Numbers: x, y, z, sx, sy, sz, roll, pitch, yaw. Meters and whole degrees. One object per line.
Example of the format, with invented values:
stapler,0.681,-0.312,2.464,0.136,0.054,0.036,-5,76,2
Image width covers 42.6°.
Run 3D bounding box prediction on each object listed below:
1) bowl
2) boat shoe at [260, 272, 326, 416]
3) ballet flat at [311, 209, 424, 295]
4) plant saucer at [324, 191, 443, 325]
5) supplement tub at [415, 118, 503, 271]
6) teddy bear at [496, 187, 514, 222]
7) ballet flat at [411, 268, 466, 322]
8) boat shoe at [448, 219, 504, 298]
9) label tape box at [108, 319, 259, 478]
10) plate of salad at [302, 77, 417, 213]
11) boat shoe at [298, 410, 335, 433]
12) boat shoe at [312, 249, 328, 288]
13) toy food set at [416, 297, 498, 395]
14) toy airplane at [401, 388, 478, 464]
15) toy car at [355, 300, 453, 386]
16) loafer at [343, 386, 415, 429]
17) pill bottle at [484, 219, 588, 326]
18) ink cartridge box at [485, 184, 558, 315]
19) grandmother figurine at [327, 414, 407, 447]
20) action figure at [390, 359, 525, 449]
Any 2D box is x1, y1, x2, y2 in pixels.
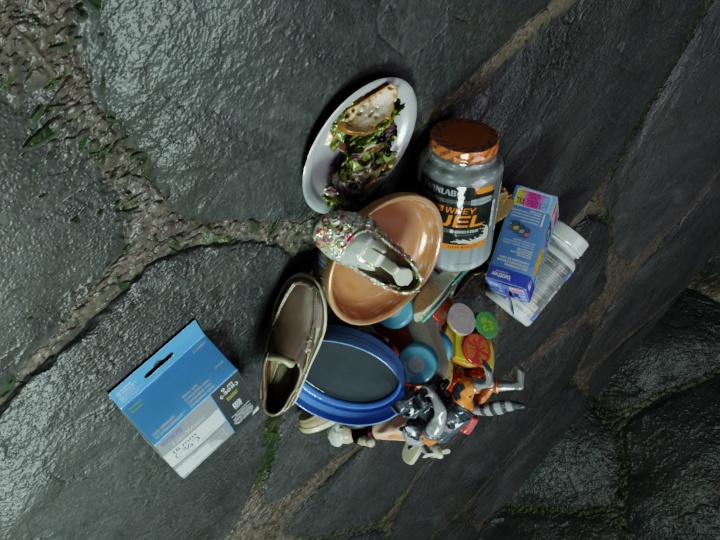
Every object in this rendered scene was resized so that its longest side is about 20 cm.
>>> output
bowl,-0.027,0.154,1.366,0.201,0.200,0.039,96,9,-48
boat shoe,-0.093,0.106,1.250,0.075,0.075,0.203,-62,164,-70
ballet flat,0.020,-0.020,1.169,0.200,0.064,0.076,27,99,-50
plant saucer,0.027,-0.019,1.257,0.200,0.037,0.200,-25,134,-30
supplement tub,0.139,-0.109,1.331,0.122,0.122,0.200,-30,138,-34
teddy bear,0.157,-0.070,1.504,0.145,0.067,0.200,11,122,-50
ballet flat,0.111,0.014,1.385,0.067,0.062,0.200,-48,177,34
boat shoe,0.203,-0.021,1.608,0.202,0.075,0.075,-40,152,-20
label tape box,-0.225,0.174,1.212,0.144,0.063,0.200,-42,153,-16
plate of salad,0.008,-0.151,1.174,0.200,0.048,0.200,-37,151,-25
boat shoe,-0.032,0.191,1.542,0.200,0.071,0.065,-39,116,-21
boat shoe,0.000,0.000,1.340,0.200,0.072,0.072,5,126,-47
toy food set,0.161,0.135,1.638,0.200,0.198,0.049,17,152,-25
toy airplane,0.156,0.253,1.745,0.141,0.199,0.200,29,135,-24
toy car,0.024,0.119,1.467,0.200,0.177,0.184,-23,179,14
loafer,0.037,0.203,1.637,0.200,0.073,0.072,-37,122,-46
pill bottle,0.347,0.000,1.812,0.200,0.114,0.114,-51,153,2
ink cartridge box,0.271,-0.027,1.570,0.136,0.076,0.200,38,72,-73
grandmother figurine,0.029,0.279,1.631,0.121,0.200,0.061,-27,104,-63
action figure,0.130,0.202,1.337,0.193,0.105,0.200,-37,166,26
